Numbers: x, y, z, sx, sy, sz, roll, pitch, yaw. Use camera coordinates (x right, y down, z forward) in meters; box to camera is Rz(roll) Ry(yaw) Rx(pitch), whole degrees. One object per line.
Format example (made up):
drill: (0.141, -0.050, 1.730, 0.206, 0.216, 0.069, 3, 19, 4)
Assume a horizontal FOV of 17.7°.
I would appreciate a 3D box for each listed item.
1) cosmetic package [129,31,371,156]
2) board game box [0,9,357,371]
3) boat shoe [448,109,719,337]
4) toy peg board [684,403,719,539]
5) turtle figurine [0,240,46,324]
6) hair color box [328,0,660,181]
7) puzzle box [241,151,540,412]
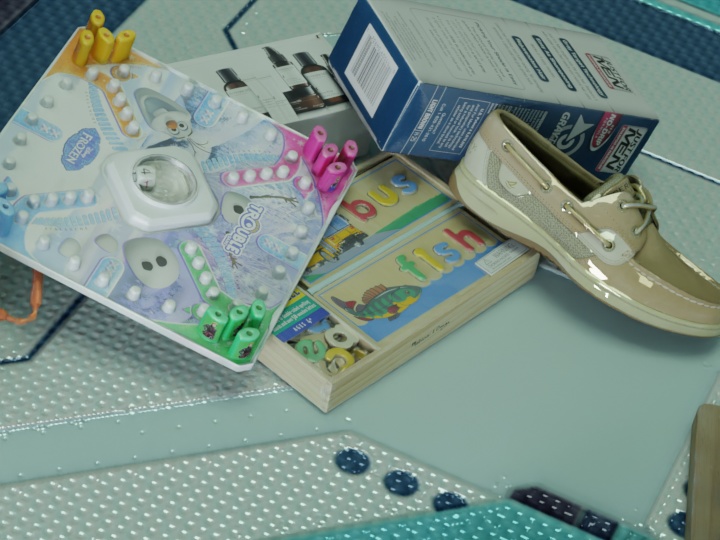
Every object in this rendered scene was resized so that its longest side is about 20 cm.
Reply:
cosmetic package: (-0.095, -0.098, 1.499, 0.200, 0.051, 0.083, -16, 47, -29)
board game box: (-0.118, -0.054, 1.390, 0.200, 0.026, 0.200, 27, 45, 0)
boat shoe: (0.153, -0.029, 1.451, 0.200, 0.065, 0.072, 33, 24, 9)
toy peg board: (0.290, 0.140, 1.292, 0.199, 0.098, 0.200, 13, 40, 0)
turtle figurine: (-0.285, -0.026, 1.355, 0.161, 0.064, 0.200, -10, 54, -32)
hair color box: (0.089, -0.119, 1.524, 0.200, 0.061, 0.100, 6, 39, -33)
puzzle box: (0.000, 0.000, 1.431, 0.133, 0.025, 0.200, 36, 46, 25)
